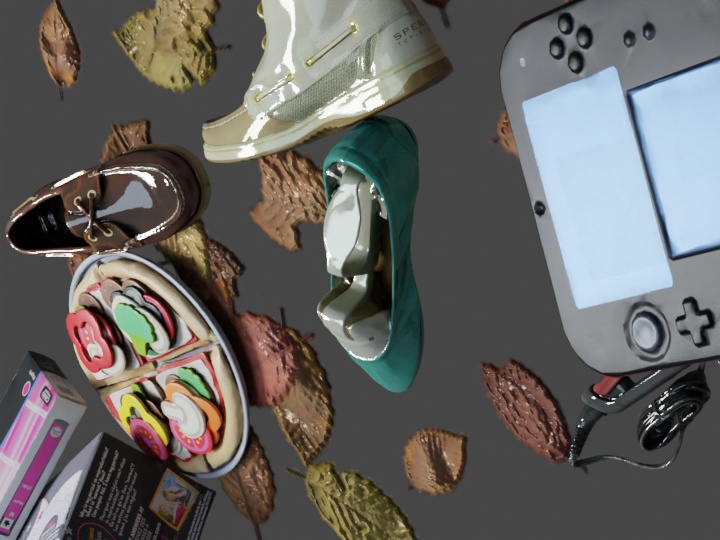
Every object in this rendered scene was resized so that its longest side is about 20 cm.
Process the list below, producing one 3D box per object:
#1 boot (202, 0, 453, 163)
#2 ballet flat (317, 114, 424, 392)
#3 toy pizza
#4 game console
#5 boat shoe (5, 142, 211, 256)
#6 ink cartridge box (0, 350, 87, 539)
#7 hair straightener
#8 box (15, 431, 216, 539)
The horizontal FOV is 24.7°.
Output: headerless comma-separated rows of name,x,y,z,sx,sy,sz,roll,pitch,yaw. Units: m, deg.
boot,-0.047,-0.157,1.011,0.199,0.072,0.156,-17,99,44
ballet flat,0.000,0.000,1.051,0.067,0.070,0.202,23,127,35
toy pizza,-0.166,0.079,1.285,0.199,0.032,0.202,25,132,32
game console,0.153,-0.050,0.859,0.176,0.031,0.203,-16,89,57
boat shoe,-0.191,-0.043,1.225,0.199,0.070,0.071,-15,101,47
ink cartridge box,-0.300,0.176,1.382,0.202,0.037,0.095,-63,33,6
hair straightener,0.179,0.064,0.923,0.077,0.041,0.201,48,134,14
box,-0.224,0.243,1.343,0.114,0.133,0.200,29,142,-16
